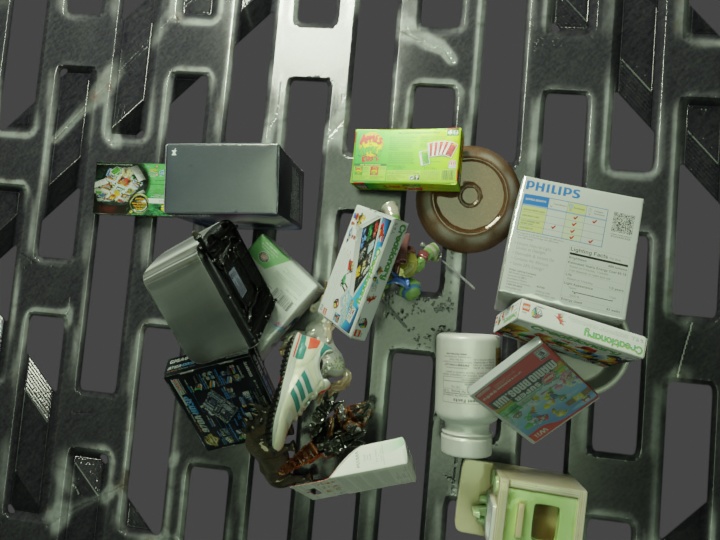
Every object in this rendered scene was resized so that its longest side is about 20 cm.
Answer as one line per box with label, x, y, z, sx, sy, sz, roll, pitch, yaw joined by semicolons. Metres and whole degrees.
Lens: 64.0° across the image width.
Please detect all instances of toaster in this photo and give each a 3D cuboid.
toaster;-0.232;0.024;0.914;0.117;0.181;0.202;-23;107;9

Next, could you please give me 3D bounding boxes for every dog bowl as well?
dog bowl;0.380;0.129;1.014;0.196;0.059;0.204;-1;85;7

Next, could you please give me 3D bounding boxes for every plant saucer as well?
plant saucer;0.201;-0.135;1.063;0.196;0.037;0.205;0;86;5

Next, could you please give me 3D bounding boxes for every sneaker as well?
sneaker;-0.098;0.209;0.975;0.092;0.070;0.203;17;68;-13

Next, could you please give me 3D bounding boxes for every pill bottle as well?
pill bottle;0.186;0.213;1.001;0.112;0.114;0.204;1;86;6

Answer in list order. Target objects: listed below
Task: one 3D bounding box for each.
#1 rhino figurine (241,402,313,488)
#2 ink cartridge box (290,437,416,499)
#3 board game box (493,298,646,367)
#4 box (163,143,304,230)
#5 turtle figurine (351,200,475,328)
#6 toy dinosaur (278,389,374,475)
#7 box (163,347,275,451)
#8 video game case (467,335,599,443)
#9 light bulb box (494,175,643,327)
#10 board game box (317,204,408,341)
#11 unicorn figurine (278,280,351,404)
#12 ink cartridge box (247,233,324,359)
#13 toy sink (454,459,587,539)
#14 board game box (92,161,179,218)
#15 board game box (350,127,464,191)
rhino figurine;-0.157;0.311;1.023;0.086;0.060;0.202;-19;118;2
ink cartridge box;-0.008;0.345;0.990;0.196;0.162;0.051;-11;60;6
board game box;0.325;0.102;0.913;0.197;0.126;0.035;17;74;2
box;-0.217;-0.142;1.027;0.196;0.198;0.126;1;86;7
turtle figurine;0.069;-0.011;1.050;0.144;0.198;0.196;-42;57;29
toy dinosaur;-0.048;0.290;0.997;0.101;0.136;0.201;31;58;7
box;-0.234;0.226;1.024;0.156;0.046;0.202;-14;123;5
video game case;0.285;0.201;0.938;0.143;0.018;0.199;-41;123;16
light bulb box;0.338;-0.022;0.950;0.195;0.125;0.203;13;76;13
board game box;0.000;0.000;0.960;0.034;0.126;0.203;18;96;-33
unicorn figurine;-0.079;0.137;1.064;0.136;0.074;0.202;-28;98;-6
ink cartridge box;-0.186;0.059;1.066;0.145;0.088;0.201;41;90;8
toy sink;0.267;0.411;0.980;0.196;0.112;0.133;8;87;7
board game box;-0.430;-0.159;1.139;0.196;0.023;0.107;3;84;7
board game box;0.085;-0.201;1.051;0.196;0.048;0.104;4;82;18
